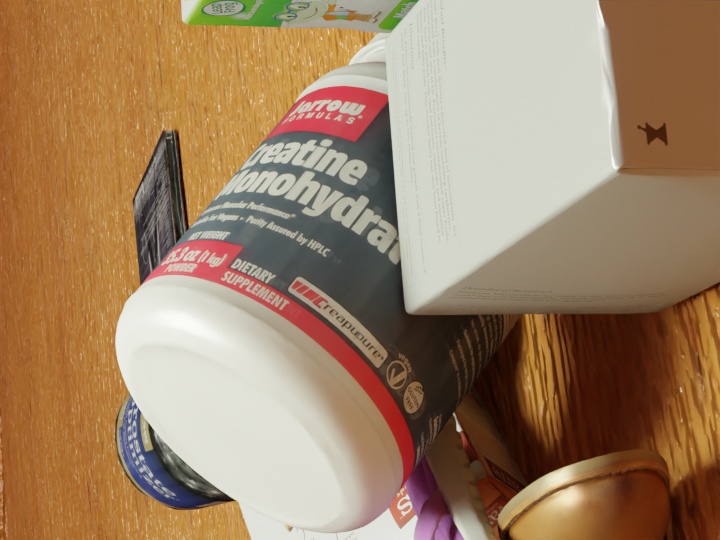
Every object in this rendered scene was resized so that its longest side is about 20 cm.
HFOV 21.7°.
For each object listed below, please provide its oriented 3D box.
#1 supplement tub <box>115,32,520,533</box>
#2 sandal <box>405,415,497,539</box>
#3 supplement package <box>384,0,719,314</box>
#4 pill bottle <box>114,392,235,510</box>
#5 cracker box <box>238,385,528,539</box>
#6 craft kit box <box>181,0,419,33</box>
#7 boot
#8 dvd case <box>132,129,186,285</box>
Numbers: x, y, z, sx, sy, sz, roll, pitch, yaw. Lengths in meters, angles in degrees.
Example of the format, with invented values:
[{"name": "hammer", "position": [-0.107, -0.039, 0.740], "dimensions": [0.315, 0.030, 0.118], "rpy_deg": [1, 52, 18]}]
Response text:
[{"name": "supplement tub", "position": [0.000, 0.000, 0.825], "dimensions": [0.200, 0.140, 0.140], "rpy_deg": [-53, -1, -29]}, {"name": "sandal", "position": [0.031, 0.131, 0.805], "dimensions": [0.203, 0.049, 0.083], "rpy_deg": [-106, 10, -62]}, {"name": "supplement package", "position": [0.098, -0.063, 0.687], "dimensions": [0.200, 0.119, 0.123], "rpy_deg": [142, 126, -68]}, {"name": "pill bottle", "position": [-0.102, 0.108, 1.323], "dimensions": [0.200, 0.111, 0.113], "rpy_deg": [150, 118, -70]}, {"name": "cracker box", "position": [0.002, 0.101, 0.984], "dimensions": [0.134, 0.058, 0.200], "rpy_deg": [-44, 35, 11]}, {"name": "craft kit box", "position": [0.046, -0.139, 0.720], "dimensions": [0.200, 0.196, 0.049], "rpy_deg": [147, 119, -68]}, {"name": "boot", "position": [0.105, 0.178, 0.765], "dimensions": [0.201, 0.073, 0.156], "rpy_deg": [94, 165, -52]}, {"name": "dvd case", "position": [-0.177, -0.004, 1.696], "dimensions": [0.149, 0.016, 0.202], "rpy_deg": [127, 139, -61]}]
